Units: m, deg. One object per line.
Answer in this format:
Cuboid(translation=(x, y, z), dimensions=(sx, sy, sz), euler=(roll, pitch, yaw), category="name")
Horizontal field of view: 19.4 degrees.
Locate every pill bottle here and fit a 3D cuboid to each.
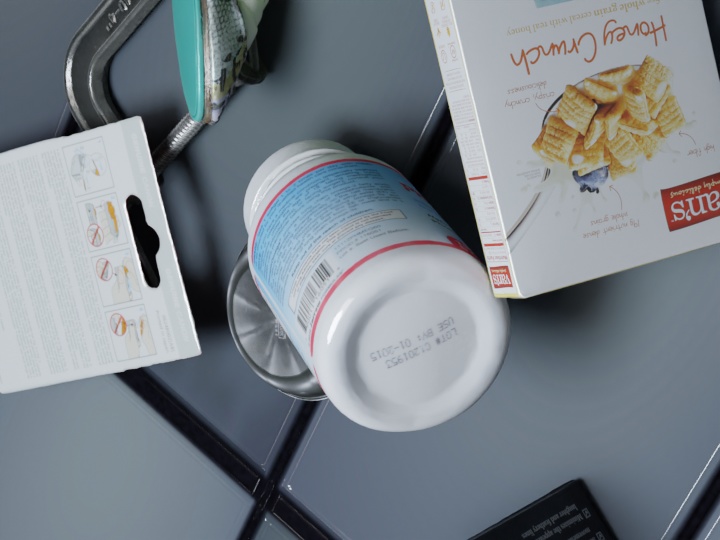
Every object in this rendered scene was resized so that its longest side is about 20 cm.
Cuboid(translation=(0.000, 0.000, 1.181), dimensions=(0.200, 0.109, 0.109), euler=(-127, 44, -58), category="pill bottle")

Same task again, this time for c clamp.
Cuboid(translation=(-0.121, -0.109, 1.345), dimensions=(0.171, 0.027, 0.200), euler=(55, 128, 19), category="c clamp")

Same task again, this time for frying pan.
Cuboid(translation=(-0.015, 0.045, 1.303), dimensions=(0.190, 0.031, 0.115), euler=(33, 120, 30), category="frying pan")

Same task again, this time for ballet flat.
Cuboid(translation=(-0.088, -0.188, 1.261), dimensions=(0.072, 0.072, 0.201), euler=(-21, 78, 38), category="ballet flat")

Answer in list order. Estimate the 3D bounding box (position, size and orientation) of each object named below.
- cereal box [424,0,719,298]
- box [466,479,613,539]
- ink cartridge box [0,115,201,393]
Cuboid(translation=(0.116, -0.098, 1.096), dimensions=(0.040, 0.144, 0.200), euler=(176, 79, -70), category="cereal box")
Cuboid(translation=(0.102, 0.244, 1.188), dimensions=(0.107, 0.148, 0.200), euler=(-38, 78, 37), category="box")
Cuboid(translation=(-0.183, -0.010, 1.398), dimensions=(0.200, 0.047, 0.160), euler=(-12, 94, 39), category="ink cartridge box")
